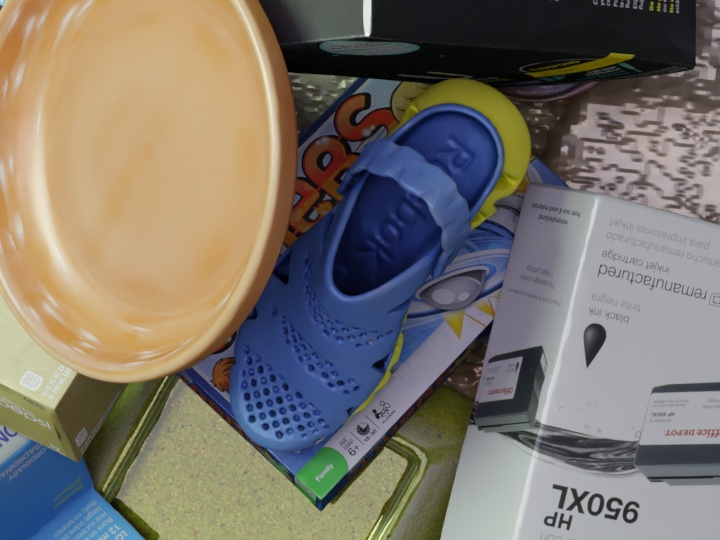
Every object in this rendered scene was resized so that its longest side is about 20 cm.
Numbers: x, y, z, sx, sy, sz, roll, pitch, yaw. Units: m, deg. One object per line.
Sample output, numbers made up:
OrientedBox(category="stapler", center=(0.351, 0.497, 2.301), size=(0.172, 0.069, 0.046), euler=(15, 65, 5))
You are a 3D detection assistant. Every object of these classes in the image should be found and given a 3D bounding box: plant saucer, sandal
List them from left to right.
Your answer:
OrientedBox(category="plant saucer", center=(-0.095, -0.052, 1.104), size=(0.200, 0.037, 0.201), euler=(3, 94, 43))
OrientedBox(category="plant saucer", center=(-0.054, 0.118, 1.281), size=(0.199, 0.048, 0.200), euler=(30, 93, 6))
OrientedBox(category="sandal", center=(-0.002, 0.001, 1.163), size=(0.079, 0.087, 0.200), euler=(33, 109, 6))

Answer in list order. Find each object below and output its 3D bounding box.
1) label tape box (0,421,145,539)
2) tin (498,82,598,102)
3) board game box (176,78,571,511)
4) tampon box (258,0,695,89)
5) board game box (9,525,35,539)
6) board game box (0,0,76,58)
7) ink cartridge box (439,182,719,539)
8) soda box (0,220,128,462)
OrientedBox(category="label tape box", center=(-0.217, 0.094, 1.217), size=(0.143, 0.066, 0.200), euler=(-40, 78, -24))
OrientedBox(category="tin", center=(0.103, -0.181, 1.274), size=(0.112, 0.042, 0.200), euler=(21, 92, 3))
OrientedBox(category="board game box", center=(0.000, 0.000, 1.253), size=(0.135, 0.034, 0.200), euler=(42, 78, 9))
OrientedBox(category="tampon box", center=(0.032, -0.153, 1.144), size=(0.150, 0.200, 0.127), euler=(-1, 89, 51))
OrientedBox(category="board game box", center=(-0.247, 0.132, 1.257), size=(0.151, 0.047, 0.200), euler=(-21, 73, -19))
OrientedBox(category="board game box", center=(-0.197, -0.166, 1.247), size=(0.057, 0.165, 0.200), euler=(-26, 84, -36))
OrientedBox(category="ink cartridge box", center=(0.135, 0.072, 1.217), size=(0.144, 0.084, 0.200), euler=(13, 91, -21))
OrientedBox(category="soda box", center=(-0.114, -0.015, 1.202), size=(0.068, 0.064, 0.200), euler=(24, 68, 17))
